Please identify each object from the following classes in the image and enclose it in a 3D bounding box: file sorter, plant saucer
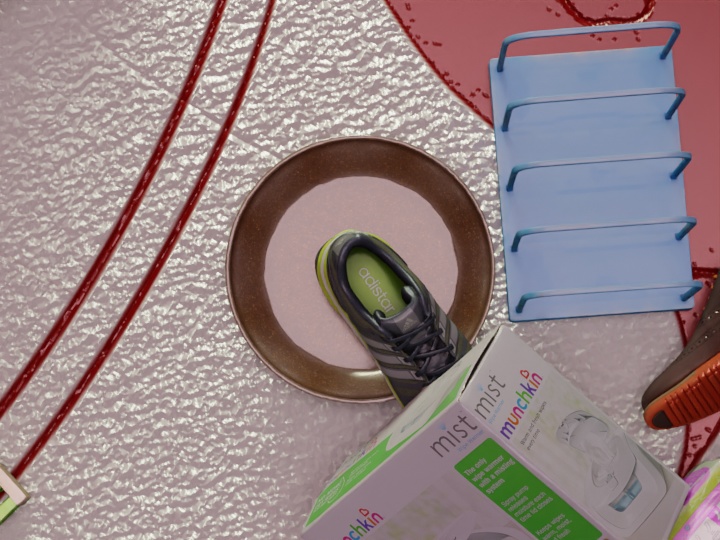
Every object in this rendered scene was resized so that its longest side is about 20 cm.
[{"bbox_3d":[0.171,-0.071,1.512,0.139,0.123,0.200,-4,84,1],"label":"file sorter"},{"bbox_3d":[0.000,0.000,1.551,0.200,0.037,0.201,0,84,1],"label":"plant saucer"}]

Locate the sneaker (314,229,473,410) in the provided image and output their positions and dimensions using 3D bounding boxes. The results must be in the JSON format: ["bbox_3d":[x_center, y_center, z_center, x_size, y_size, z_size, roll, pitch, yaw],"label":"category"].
[{"bbox_3d":[0.037,0.052,1.485,0.074,0.081,0.200,-41,84,-3],"label":"sneaker"}]

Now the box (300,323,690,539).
[{"bbox_3d":[0.091,0.163,1.434,0.176,0.200,0.097,41,42,-7],"label":"box"}]

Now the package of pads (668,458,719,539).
[{"bbox_3d":[0.212,0.223,1.460,0.068,0.155,0.200,39,86,5],"label":"package of pads"}]

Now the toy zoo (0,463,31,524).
[{"bbox_3d":[-0.362,0.189,1.545,0.200,0.020,0.131,-44,84,-3],"label":"toy zoo"}]

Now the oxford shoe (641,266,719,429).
[{"bbox_3d":[0.278,0.039,1.535,0.200,0.071,0.073,-39,58,-2],"label":"oxford shoe"}]
